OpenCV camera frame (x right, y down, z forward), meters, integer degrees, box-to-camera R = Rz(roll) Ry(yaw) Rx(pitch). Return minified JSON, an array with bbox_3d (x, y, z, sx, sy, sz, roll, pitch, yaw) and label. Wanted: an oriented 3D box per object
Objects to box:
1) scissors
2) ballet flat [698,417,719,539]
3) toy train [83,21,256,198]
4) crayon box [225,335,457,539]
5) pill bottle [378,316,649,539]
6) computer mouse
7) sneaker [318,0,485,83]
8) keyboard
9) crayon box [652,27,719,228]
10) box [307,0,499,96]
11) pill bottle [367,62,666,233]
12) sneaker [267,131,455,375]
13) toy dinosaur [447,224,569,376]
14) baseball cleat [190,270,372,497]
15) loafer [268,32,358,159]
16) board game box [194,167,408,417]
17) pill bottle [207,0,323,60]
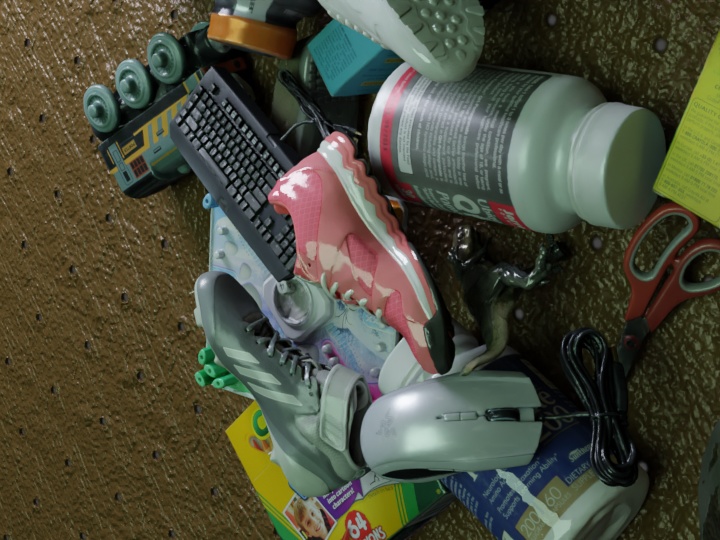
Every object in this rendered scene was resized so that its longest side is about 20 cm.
[{"bbox_3d":[0.191,0.036,0.923,0.073,0.014,0.201,31,126,-2],"label":"scissors"},{"bbox_3d":[0.261,0.181,0.885,0.067,0.046,0.202,-148,63,-70],"label":"ballet flat"},{"bbox_3d":[-0.176,-0.149,1.209,0.199,0.085,0.115,-27,91,41],"label":"toy train"},{"bbox_3d":[-0.013,0.158,1.120,0.200,0.058,0.173,-46,67,37],"label":"crayon box"},{"bbox_3d":[0.107,0.126,0.967,0.200,0.111,0.111,44,124,29],"label":"pill bottle"},{"bbox_3d":[0.086,0.105,0.895,0.199,0.044,0.111,-11,69,20],"label":"computer mouse"},{"bbox_3d":[0.015,-0.198,0.921,0.201,0.076,0.081,57,141,25],"label":"sneaker"},{"bbox_3d":[-0.073,-0.097,1.038,0.127,0.021,0.200,-47,59,13],"label":"keyboard"},{"bbox_3d":[0.279,-0.111,0.806,0.127,0.051,0.201,37,121,32],"label":"crayon box"},{"bbox_3d":[0.054,-0.206,0.978,0.200,0.082,0.049,-37,74,41],"label":"box"},{"bbox_3d":[0.111,-0.088,0.926,0.199,0.110,0.112,16,108,41],"label":"pill bottle"},{"bbox_3d":[0.000,0.000,0.939,0.086,0.074,0.201,-30,67,2],"label":"sneaker"},{"bbox_3d":[0.107,0.010,0.947,0.088,0.200,0.048,-35,109,15],"label":"toy dinosaur"},{"bbox_3d":[-0.052,0.077,1.025,0.106,0.070,0.201,-28,92,31],"label":"baseball cleat"},{"bbox_3d":[-0.043,-0.104,1.103,0.070,0.075,0.202,27,113,51],"label":"loafer"},{"bbox_3d":[-0.056,0.025,1.066,0.199,0.026,0.202,14,108,34],"label":"board game box"},{"bbox_3d":[-0.066,-0.273,1.036,0.106,0.106,0.202,18,97,39],"label":"pill bottle"}]
